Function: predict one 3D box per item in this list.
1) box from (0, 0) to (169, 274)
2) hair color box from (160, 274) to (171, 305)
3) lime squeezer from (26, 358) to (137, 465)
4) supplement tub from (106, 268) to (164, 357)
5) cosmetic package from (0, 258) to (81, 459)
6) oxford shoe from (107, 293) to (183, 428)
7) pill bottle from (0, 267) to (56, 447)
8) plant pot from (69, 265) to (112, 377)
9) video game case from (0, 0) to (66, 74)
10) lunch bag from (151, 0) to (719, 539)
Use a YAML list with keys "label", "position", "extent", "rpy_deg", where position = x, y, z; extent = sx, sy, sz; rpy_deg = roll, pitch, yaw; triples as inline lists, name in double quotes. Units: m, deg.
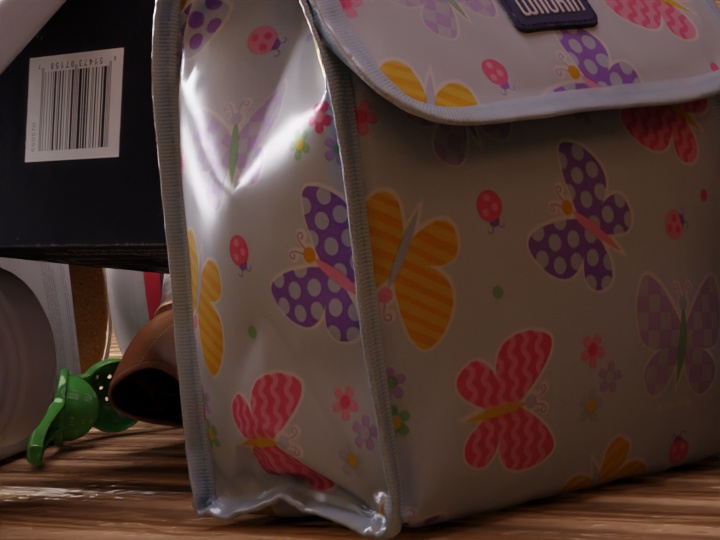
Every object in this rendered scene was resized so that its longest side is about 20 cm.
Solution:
- label: "box"
  position: [-0.041, -0.052, 0.767]
  extent: [0.199, 0.105, 0.182]
  rpy_deg: [0, -3, 43]
- label: "hair color box"
  position: [0.000, 0.000, 0.891]
  extent: [0.199, 0.101, 0.060]
  rpy_deg: [6, -2, 39]
- label: "lime squeezer"
  position: [-0.118, 0.070, 0.925]
  extent: [0.070, 0.038, 0.200]
  rpy_deg: [29, 17, 25]
- label: "supplement tub"
  position: [-0.025, -0.002, 1.041]
  extent: [0.199, 0.141, 0.140]
  rpy_deg: [-6, 1, 9]
- label: "cosmetic package"
  position: [-0.198, 0.037, 0.906]
  extent: [0.084, 0.108, 0.200]
  rpy_deg: [-6, 0, 10]
- label: "oxford shoe"
  position: [-0.027, 0.050, 0.820]
  extent: [0.199, 0.072, 0.071]
  rpy_deg: [-2, 34, 43]
- label: "pill bottle"
  position: [-0.207, 0.042, 0.702]
  extent: [0.104, 0.105, 0.200]
  rpy_deg: [-5, 1, 37]
- label: "plant pot"
  position: [-0.277, 0.019, 1.133]
  extent: [0.199, 0.187, 0.186]
  rpy_deg: [-21, -4, 21]
- label: "video game case"
  position: [-0.186, -0.079, 0.715]
  extent: [0.181, 0.023, 0.200]
  rpy_deg: [-6, 37, 35]
- label: "lunch bag"
  position: [0.031, -0.031, 0.607]
  extent: [0.169, 0.201, 0.127]
  rpy_deg: [-6, 1, -39]
